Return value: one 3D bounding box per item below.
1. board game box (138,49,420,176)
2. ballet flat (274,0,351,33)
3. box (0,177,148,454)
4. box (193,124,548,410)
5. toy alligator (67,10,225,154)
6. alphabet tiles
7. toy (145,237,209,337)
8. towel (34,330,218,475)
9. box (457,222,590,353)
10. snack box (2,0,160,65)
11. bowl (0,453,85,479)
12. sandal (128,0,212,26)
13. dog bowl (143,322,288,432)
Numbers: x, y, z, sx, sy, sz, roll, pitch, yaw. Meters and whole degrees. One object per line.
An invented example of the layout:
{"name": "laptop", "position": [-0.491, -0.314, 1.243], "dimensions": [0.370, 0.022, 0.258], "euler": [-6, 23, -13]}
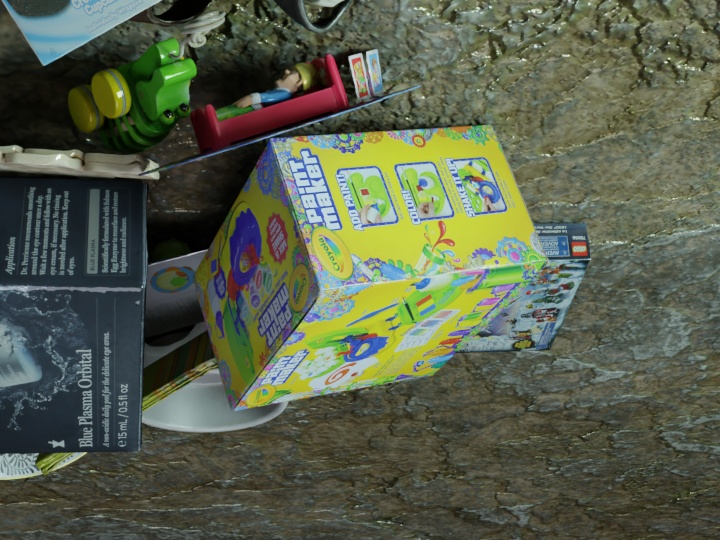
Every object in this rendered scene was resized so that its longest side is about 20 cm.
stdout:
{"name": "board game box", "position": [-0.058, -0.109, 0.788], "dimensions": [0.156, 0.040, 0.200], "euler": [-13, -171, 27]}
{"name": "ballet flat", "position": [0.015, -0.199, 0.611], "dimensions": [0.067, 0.069, 0.200], "euler": [0, 145, -35]}
{"name": "box", "position": [-0.264, 0.039, 0.930], "dimensions": [0.196, 0.119, 0.199], "euler": [1, 135, -11]}
{"name": "box", "position": [0.000, 0.000, 0.919], "dimensions": [0.190, 0.124, 0.200], "euler": [-7, 155, -30]}
{"name": "toy alligator", "position": [-0.132, -0.110, 0.770], "dimensions": [0.059, 0.055, 0.199], "euler": [-27, -172, -35]}
{"name": "alphabet tiles", "position": [-0.239, -0.076, 0.822], "dimensions": [0.196, 0.015, 0.196], "euler": [4, -178, -2]}
{"name": "toy", "position": [-0.148, 0.003, 1.050], "dimensions": [0.196, 0.048, 0.116], "euler": [-11, 149, 4]}
{"name": "towel", "position": [-0.194, 0.108, 1.060], "dimensions": [0.198, 0.086, 0.018], "euler": [-31, 106, 7]}
{"name": "box", "position": [0.127, 0.021, 1.121], "dimensions": [0.134, 0.041, 0.201], "euler": [-1, 153, -2]}
{"name": "snack box", "position": [-0.117, -0.197, 0.608], "dimensions": [0.198, 0.037, 0.117], "euler": [-20, 111, 30]}
{"name": "bowl", "position": [-0.324, 0.089, 1.115], "dimensions": [0.197, 0.095, 0.203], "euler": [-10, 131, -12]}
{"name": "sandal", "position": [-0.106, -0.176, 0.691], "dimensions": [0.198, 0.058, 0.080], "euler": [-11, 152, 14]}
{"name": "dog bowl", "position": [-0.161, 0.111, 1.246], "dimensions": [0.196, 0.060, 0.201], "euler": [-2, 152, -1]}
